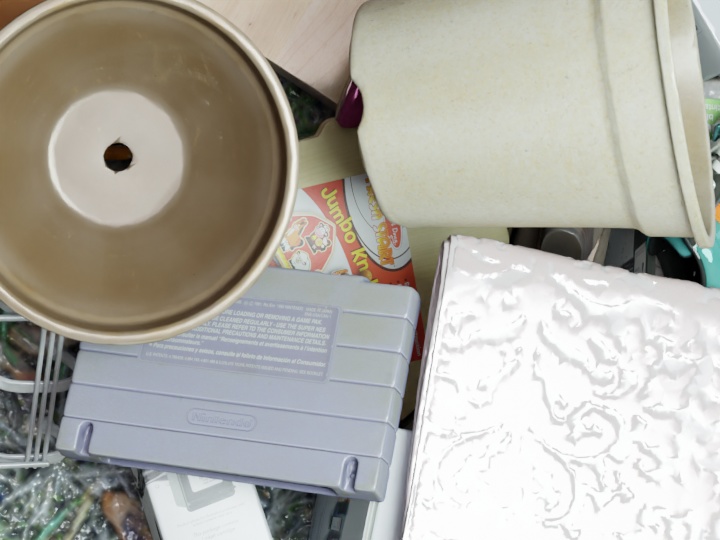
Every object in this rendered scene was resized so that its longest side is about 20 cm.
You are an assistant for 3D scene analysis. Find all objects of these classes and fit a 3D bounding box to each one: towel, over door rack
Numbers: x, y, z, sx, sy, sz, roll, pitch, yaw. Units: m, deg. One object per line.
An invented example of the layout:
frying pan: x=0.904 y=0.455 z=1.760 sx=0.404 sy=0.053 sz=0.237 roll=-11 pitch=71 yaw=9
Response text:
towel: x=0.128 y=0.090 z=1.132 sx=0.199 sy=0.032 sz=0.192 roll=12 pitch=82 yaw=-8
over door rack: x=-0.270 y=0.066 z=1.194 sx=0.199 sy=0.148 sz=0.067 roll=-9 pitch=45 yaw=-26

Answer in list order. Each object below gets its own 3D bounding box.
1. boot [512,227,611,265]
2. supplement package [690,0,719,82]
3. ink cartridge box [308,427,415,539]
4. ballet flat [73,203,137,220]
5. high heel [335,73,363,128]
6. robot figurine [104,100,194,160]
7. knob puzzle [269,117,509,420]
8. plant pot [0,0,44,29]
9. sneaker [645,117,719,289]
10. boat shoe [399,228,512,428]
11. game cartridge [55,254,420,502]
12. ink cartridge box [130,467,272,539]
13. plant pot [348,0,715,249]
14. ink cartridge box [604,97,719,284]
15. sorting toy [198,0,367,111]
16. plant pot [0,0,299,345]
boot: x=0.135 y=-0.021 z=1.312 sx=0.070 sy=0.201 sz=0.147 roll=19 pitch=46 yaw=1
supplement package: x=0.223 y=-0.187 z=1.290 sx=0.113 sy=0.200 sz=0.110 roll=-31 pitch=91 yaw=-12
ink cartridge box: x=0.051 y=0.183 z=1.223 sx=0.144 sy=0.200 sz=0.146 roll=13 pitch=83 yaw=-9
ballet flat: x=-0.210 y=-0.038 z=1.205 sx=0.199 sy=0.073 sz=0.074 roll=7 pitch=84 yaw=-15
high heel: x=0.066 y=-0.143 z=1.240 sx=0.096 sy=0.067 sz=0.200 roll=36 pitch=56 yaw=4
robot figurine: x=-0.163 y=-0.097 z=1.241 sx=0.199 sy=0.145 sz=0.059 roll=12 pitch=102 yaw=-13
knob puzzle: x=0.000 y=0.000 z=1.247 sx=0.218 sy=0.030 sz=0.221 roll=-2 pitch=96 yaw=-20
plant pot: x=-0.181 y=-0.208 z=1.230 sx=0.199 sy=0.200 sz=0.141 roll=3 pitch=100 yaw=-10
sneaker: x=0.220 y=-0.038 z=1.193 sx=0.079 sy=0.071 sz=0.201 roll=11 pitch=84 yaw=-12
boat shoe: x=0.045 y=0.004 z=1.304 sx=0.067 sy=0.072 sz=0.201 roll=29 pitch=83 yaw=-9
game cartridge: x=-0.070 y=0.059 z=1.149 sx=0.199 sy=0.038 sz=0.130 roll=6 pitch=67 yaw=16
ink cartridge box: x=-0.114 y=0.109 z=1.241 sx=0.067 sy=0.116 sz=0.201 roll=-17 pitch=87 yaw=-11
plant pot: x=0.097 y=-0.101 z=1.116 sx=0.182 sy=0.200 sz=0.202 roll=-8 pitch=86 yaw=15
ink cartridge box: x=0.217 y=-0.003 z=1.299 sx=0.083 sy=0.145 sz=0.202 roll=5 pitch=83 yaw=-10
sorting toy: x=0.016 y=-0.198 z=1.318 sx=0.198 sy=0.070 sz=0.201 roll=33 pitch=80 yaw=-6
plant pot: x=-0.138 y=-0.063 z=1.130 sx=0.199 sy=0.093 sz=0.202 roll=-1 pitch=97 yaw=-7
